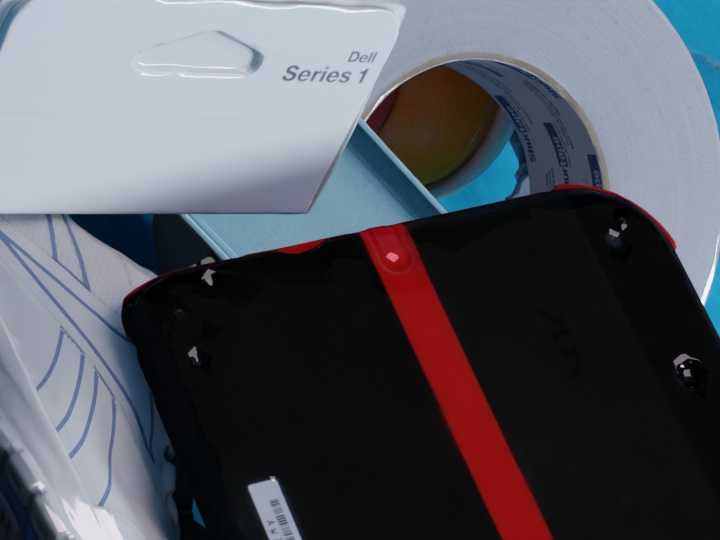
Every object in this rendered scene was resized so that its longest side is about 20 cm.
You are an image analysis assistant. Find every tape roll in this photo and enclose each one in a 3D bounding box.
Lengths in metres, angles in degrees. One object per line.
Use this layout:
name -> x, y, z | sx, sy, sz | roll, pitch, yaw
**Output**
tape roll -> 0.028, -0.025, 1.037 | 0.200, 0.200, 0.066 | 45, -12, -18

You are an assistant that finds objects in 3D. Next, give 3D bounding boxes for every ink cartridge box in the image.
ink cartridge box -> -0.101, -0.107, 0.886 | 0.146, 0.085, 0.200 | -1, 40, -37

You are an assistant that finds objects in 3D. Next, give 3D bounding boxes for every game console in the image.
game console -> 0.043, 0.072, 0.819 | 0.176, 0.031, 0.201 | -14, 63, -24

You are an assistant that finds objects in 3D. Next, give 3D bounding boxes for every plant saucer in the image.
plant saucer -> 0.000, 0.000, 0.982 | 0.200, 0.019, 0.070 | 47, 74, -18

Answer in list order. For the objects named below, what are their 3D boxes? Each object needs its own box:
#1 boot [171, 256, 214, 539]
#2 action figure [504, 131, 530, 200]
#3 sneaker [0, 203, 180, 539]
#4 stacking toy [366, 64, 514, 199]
boot -> -0.037, 0.115, 0.921 | 0.200, 0.073, 0.182 | 45, 47, -6
action figure -> 0.057, -0.099, 1.276 | 0.118, 0.055, 0.200 | 43, 24, -26
sneaker -> -0.081, 0.039, 0.829 | 0.087, 0.075, 0.200 | -18, 67, -27
stacking toy -> -0.046, -0.092, 1.091 | 0.199, 0.146, 0.147 | -7, 65, -37
